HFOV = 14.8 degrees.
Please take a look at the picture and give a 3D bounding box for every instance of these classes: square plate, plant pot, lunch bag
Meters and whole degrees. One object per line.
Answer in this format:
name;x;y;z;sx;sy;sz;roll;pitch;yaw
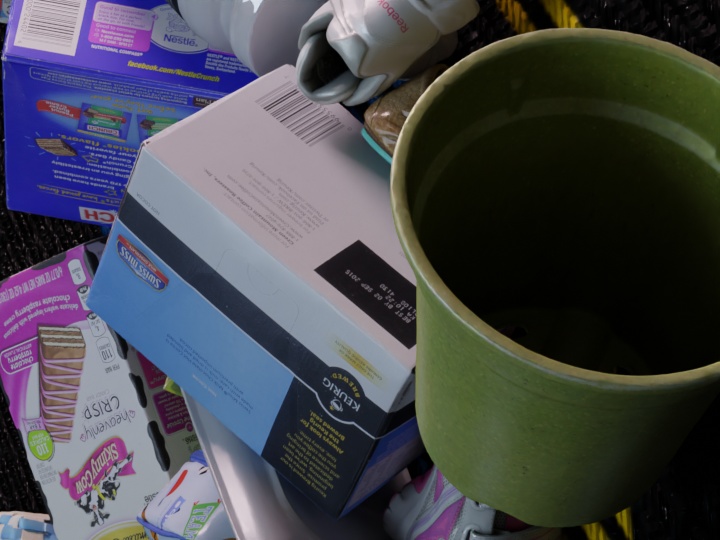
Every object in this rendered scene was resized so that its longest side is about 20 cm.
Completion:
square plate;-0.019;0.122;1.602;0.028;0.198;0.200;-40;48;19
plant pot;0.102;0.021;1.313;0.184;0.200;0.201;101;155;-54
lunch bag;-0.038;0.198;1.651;0.200;0.076;0.160;48;165;-15

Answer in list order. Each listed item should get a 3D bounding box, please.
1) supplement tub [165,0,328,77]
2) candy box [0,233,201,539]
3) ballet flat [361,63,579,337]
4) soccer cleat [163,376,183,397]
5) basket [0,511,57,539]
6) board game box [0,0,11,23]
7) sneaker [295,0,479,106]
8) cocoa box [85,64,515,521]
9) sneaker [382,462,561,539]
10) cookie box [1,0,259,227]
supplement tub;-0.077;-0.220;1.667;0.200;0.140;0.141;47;137;27
candy box;-0.165;0.086;1.808;0.136;0.061;0.200;-22;89;45
ballet flat;0.078;-0.039;1.476;0.072;0.068;0.200;-48;56;14
soccer cleat;-0.077;0.068;1.737;0.200;0.084;0.065;61;-176;-36
basket;-0.231;0.284;2.079;0.139;0.176;0.200;-3;78;63
board game box;-0.201;-0.283;2.009;0.105;0.103;0.200;-93;12;-63
sneaker;0.001;-0.132;1.552;0.078;0.099;0.200;50;174;2
cocoa box;-0.028;0.011;1.539;0.200;0.133;0.131;40;133;16
sneaker;0.077;0.121;1.497;0.200;0.081;0.088;108;146;-50
cookie box;-0.142;-0.101;1.785;0.200;0.171;0.075;103;176;-62
